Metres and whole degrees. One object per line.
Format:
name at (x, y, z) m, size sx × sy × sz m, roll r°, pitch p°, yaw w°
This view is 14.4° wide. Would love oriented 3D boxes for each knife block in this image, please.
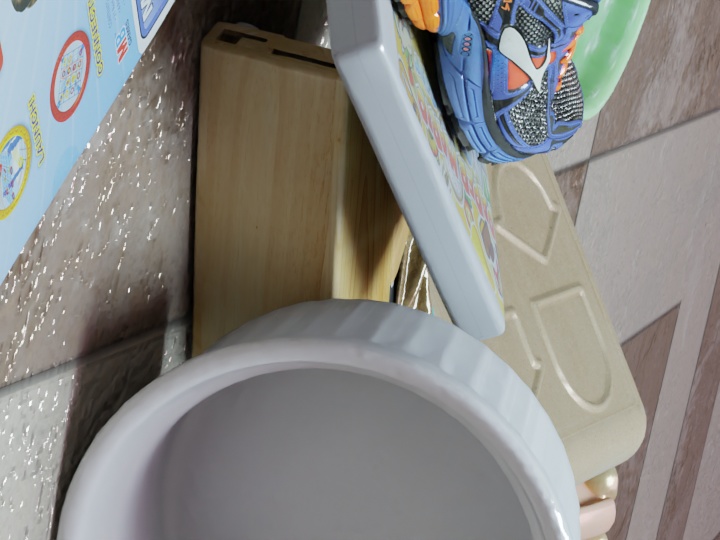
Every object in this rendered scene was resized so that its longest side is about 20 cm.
knife block at (-0.031, 0.010, 1.158) m, size 0.200 × 0.064 × 0.176 m, roll 47°, pitch 58°, yaw -72°

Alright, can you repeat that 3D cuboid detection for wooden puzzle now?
wooden puzzle at (0.064, 0.015, 1.398) m, size 0.185 × 0.046 × 0.201 m, roll -16°, pitch 89°, yaw -61°

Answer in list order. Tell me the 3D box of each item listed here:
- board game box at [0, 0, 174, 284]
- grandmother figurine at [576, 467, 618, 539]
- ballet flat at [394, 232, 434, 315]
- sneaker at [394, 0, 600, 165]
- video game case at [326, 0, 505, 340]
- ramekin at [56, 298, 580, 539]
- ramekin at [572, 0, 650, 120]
board game box at (-0.114, -0.100, 0.776) m, size 0.200 × 0.056 × 0.196 m, roll 87°, pitch 23°, yaw -48°
grandmother figurine at (0.062, 0.145, 1.530) m, size 0.200 × 0.060 × 0.122 m, roll -17°, pitch 111°, yaw -47°
ballet flat at (0.000, 0.000, 1.281) m, size 0.072 × 0.068 × 0.201 m, roll -17°, pitch 123°, yaw -49°
sneaker at (0.062, -0.101, 1.079) m, size 0.200 × 0.078 × 0.076 m, roll 55°, pitch 25°, yaw -64°
video game case at (0.018, -0.099, 1.117) m, size 0.200 × 0.023 × 0.183 m, roll 64°, pitch 17°, yaw -54°
ramekin at (-0.008, 0.108, 1.097) m, size 0.098 × 0.200 × 0.201 m, roll -54°, pitch 155°, yaw -70°
ramekin at (0.081, -0.177, 1.319) m, size 0.200 × 0.097 × 0.201 m, roll 15°, pitch 90°, yaw -75°
